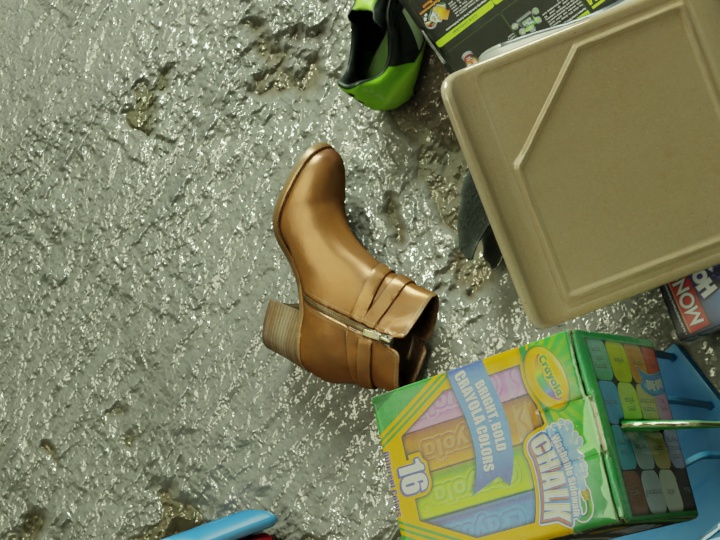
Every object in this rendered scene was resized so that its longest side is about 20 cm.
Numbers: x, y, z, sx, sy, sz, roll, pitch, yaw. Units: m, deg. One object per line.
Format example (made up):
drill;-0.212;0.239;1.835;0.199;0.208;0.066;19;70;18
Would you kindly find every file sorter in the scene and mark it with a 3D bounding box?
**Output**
file sorter;0.210;0.167;0.958;0.139;0.123;0.200;-45;60;21

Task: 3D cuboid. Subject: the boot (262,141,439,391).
boot;0.000;0.000;1.164;0.155;0.074;0.200;17;105;37

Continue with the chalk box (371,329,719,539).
chalk box;0.130;0.112;0.873;0.200;0.124;0.124;-22;71;30

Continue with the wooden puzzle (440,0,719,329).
wooden puzzle;0.176;-0.079;0.922;0.200;0.037;0.185;-21;95;2

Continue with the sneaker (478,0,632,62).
sneaker;0.198;-0.118;0.967;0.202;0.077;0.146;-20;80;24

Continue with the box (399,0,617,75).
box;0.118;-0.265;1.085;0.200;0.048;0.193;-36;89;21

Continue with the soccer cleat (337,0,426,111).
soccer cleat;0.032;-0.236;1.167;0.067;0.081;0.200;14;91;36

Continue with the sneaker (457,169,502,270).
sneaker;0.144;-0.099;1.076;0.200;0.060;0.104;-42;49;31

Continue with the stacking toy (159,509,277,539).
stacking toy;-0.107;0.316;1.182;0.116;0.110;0.200;-28;78;45

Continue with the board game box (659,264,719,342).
board game box;0.253;-0.056;0.998;0.200;0.062;0.200;-27;69;30
